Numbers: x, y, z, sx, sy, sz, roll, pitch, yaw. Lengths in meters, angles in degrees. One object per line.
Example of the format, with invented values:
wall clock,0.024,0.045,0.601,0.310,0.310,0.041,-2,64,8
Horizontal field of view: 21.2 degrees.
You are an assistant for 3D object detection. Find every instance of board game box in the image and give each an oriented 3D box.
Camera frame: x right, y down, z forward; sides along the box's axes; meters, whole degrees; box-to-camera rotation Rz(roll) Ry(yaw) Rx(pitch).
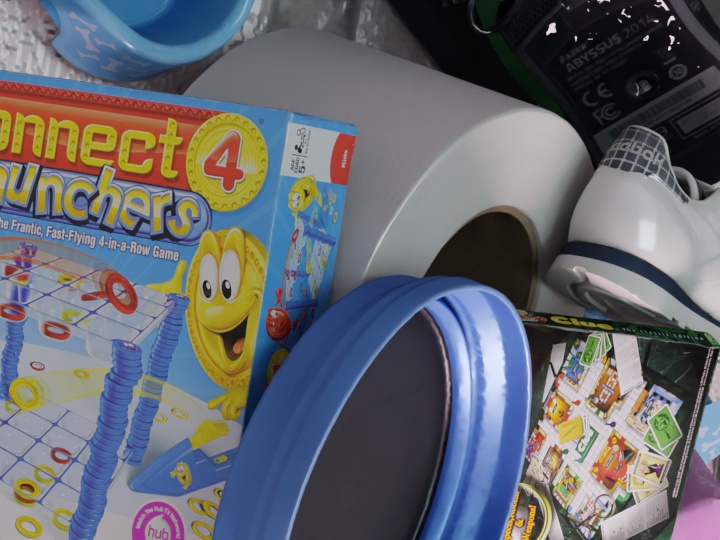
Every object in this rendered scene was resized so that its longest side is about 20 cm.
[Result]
board game box,0.096,0.117,0.902,0.104,0.023,0.201,7,110,-11
board game box,-0.113,0.020,0.809,0.056,0.199,0.196,4,95,-62

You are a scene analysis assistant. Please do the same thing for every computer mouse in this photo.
computer mouse,0.126,-0.118,0.914,0.138,0.053,0.200,-27,129,15

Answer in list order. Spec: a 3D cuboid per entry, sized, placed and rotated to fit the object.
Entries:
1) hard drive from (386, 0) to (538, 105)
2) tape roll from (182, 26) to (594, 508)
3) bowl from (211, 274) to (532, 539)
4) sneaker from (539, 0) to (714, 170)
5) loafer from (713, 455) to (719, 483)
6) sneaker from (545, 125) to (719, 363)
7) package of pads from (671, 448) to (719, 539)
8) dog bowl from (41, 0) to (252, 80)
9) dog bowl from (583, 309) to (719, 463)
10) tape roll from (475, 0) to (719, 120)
hard drive,0.060,-0.193,1.018,0.140,0.033,0.200,-54,125,-18
tape roll,0.000,0.000,0.901,0.203,0.139,0.203,-33,135,-41
bowl,0.006,0.096,0.789,0.201,0.039,0.201,-38,137,-46
sneaker,0.156,-0.092,1.081,0.129,0.079,0.200,20,95,-47
loafer,0.268,0.159,1.217,0.073,0.072,0.201,-3,99,-37
sneaker,0.163,-0.002,0.942,0.200,0.076,0.081,32,73,-58
package of pads,0.094,0.144,0.992,0.200,0.121,0.076,-27,120,4
dog bowl,-0.123,-0.167,0.858,0.200,0.050,0.112,42,71,-36
dog bowl,0.139,0.048,1.078,0.050,0.111,0.200,-48,125,-5
tape roll,0.150,-0.171,1.015,0.200,0.048,0.201,1,87,-29
